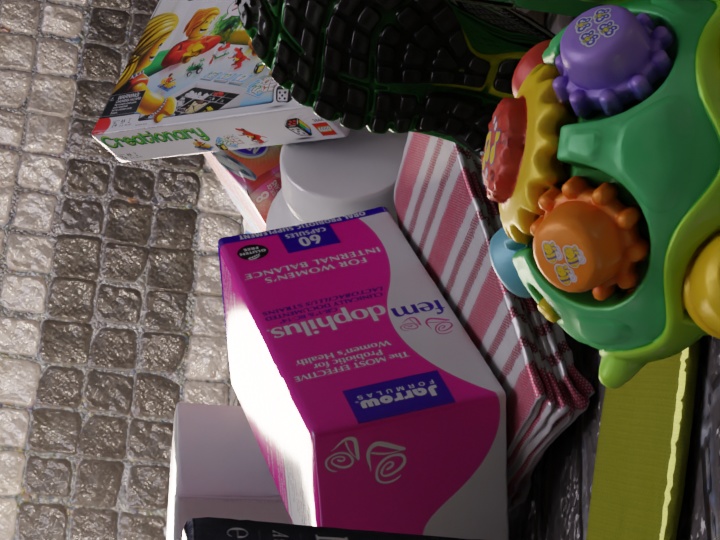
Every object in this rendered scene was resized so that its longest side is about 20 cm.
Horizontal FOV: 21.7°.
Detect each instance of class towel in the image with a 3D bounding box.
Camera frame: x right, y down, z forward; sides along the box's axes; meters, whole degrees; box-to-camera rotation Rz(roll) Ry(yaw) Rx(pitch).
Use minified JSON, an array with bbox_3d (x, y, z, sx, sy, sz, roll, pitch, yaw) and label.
[{"bbox_3d":[0.061,0.008,0.963,0.146,0.030,0.201,109,148,-62],"label":"towel"},{"bbox_3d":[0.110,0.125,0.755,0.086,0.018,0.201,172,106,-76],"label":"towel"}]

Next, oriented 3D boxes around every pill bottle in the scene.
[{"bbox_3d":[0.000,0.000,1.161,0.201,0.111,0.112,83,-175,-45],"label":"pill bottle"}]

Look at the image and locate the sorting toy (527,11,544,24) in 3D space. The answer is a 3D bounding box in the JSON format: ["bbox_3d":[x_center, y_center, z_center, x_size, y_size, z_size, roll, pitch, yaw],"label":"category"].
[{"bbox_3d":[0.064,-0.202,1.179,0.200,0.069,0.200,136,141,-78],"label":"sorting toy"}]

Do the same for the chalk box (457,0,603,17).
[{"bbox_3d":[0.085,-0.184,0.796,0.200,0.123,0.125,-97,16,-63],"label":"chalk box"}]

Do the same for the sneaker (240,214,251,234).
[{"bbox_3d":[-0.117,-0.038,2.452,0.201,0.075,0.077,104,147,-45],"label":"sneaker"}]

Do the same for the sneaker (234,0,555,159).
[{"bbox_3d":[0.031,-0.096,0.857,0.078,0.199,0.085,-57,14,19],"label":"sneaker"}]

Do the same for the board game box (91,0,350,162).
[{"bbox_3d":[-0.066,-0.132,1.143,0.199,0.035,0.127,-3,54,42],"label":"board game box"}]

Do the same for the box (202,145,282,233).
[{"bbox_3d":[-0.031,-0.057,1.259,0.095,0.103,0.200,48,174,32],"label":"box"}]

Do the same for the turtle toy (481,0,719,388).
[{"bbox_3d":[0.098,-0.058,0.669,0.146,0.101,0.201,159,120,-81],"label":"turtle toy"}]

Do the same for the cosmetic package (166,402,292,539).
[{"bbox_3d":[-0.042,0.207,1.196,0.166,0.166,0.201,-111,25,-74],"label":"cosmetic package"}]

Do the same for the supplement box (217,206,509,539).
[{"bbox_3d":[-0.002,0.062,0.985,0.200,0.101,0.104,-121,24,-55],"label":"supplement box"}]

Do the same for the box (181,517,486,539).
[{"bbox_3d":[0.044,0.163,0.507,0.197,0.199,0.118,-110,27,-73],"label":"box"}]

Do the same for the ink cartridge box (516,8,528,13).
[{"bbox_3d":[0.002,-0.222,0.984,0.146,0.084,0.200,53,180,44],"label":"ink cartridge box"}]
